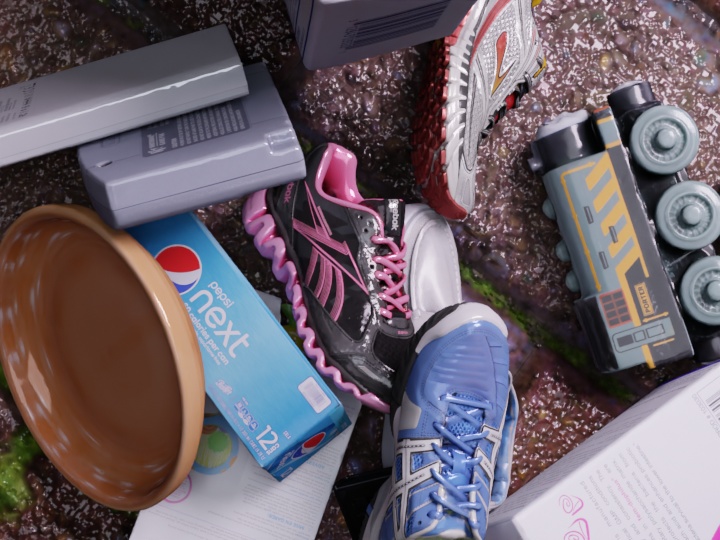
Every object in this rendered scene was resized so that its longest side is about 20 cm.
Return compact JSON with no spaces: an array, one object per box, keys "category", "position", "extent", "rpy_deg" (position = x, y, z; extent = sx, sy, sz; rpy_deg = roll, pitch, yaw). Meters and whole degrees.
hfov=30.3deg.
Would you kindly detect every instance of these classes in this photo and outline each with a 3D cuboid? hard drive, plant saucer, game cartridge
[{"category":"hard drive","position":[-0.175,-0.110,0.861],"extent":[0.198,0.132,0.027],"rpy_deg":[-17,112,-4]},{"category":"plant saucer","position":[-0.164,0.053,0.846],"extent":[0.037,0.199,0.202],"rpy_deg":[-22,89,-44]},{"category":"game cartridge","position":[-0.110,-0.081,0.836],"extent":[0.132,0.200,0.041],"rpy_deg":[-12,113,-5]}]

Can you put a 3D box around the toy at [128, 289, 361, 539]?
[{"category":"toy","position":[-0.070,0.121,0.900],"extent":[0.114,0.047,0.201],"rpy_deg":[19,81,3]}]

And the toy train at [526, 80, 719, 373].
[{"category":"toy train","position":[0.189,-0.024,0.908],"extent":[0.113,0.085,0.202],"rpy_deg":[-19,89,5]}]

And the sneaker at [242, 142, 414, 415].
[{"category":"sneaker","position":[0.000,0.000,0.851],"extent":[0.095,0.079,0.201],"rpy_deg":[-43,62,21]}]

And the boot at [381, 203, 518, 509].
[{"category":"boot","position":[0.065,0.056,0.878],"extent":[0.073,0.095,0.202],"rpy_deg":[-5,95,-41]}]

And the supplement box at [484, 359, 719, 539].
[{"category":"supplement box","position":[0.177,0.154,0.855],"extent":[0.199,0.103,0.102],"rpy_deg":[-30,85,-25]}]

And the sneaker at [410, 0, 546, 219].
[{"category":"sneaker","position":[0.086,-0.130,0.894],"extent":[0.082,0.078,0.202],"rpy_deg":[15,76,-9]}]

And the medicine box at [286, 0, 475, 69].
[{"category":"medicine box","position":[-0.006,-0.234,0.740],"extent":[0.102,0.182,0.202],"rpy_deg":[-15,90,-4]}]

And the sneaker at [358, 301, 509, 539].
[{"category":"sneaker","position":[0.054,0.117,0.785],"extent":[0.075,0.077,0.202],"rpy_deg":[4,108,-20]}]

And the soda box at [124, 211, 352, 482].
[{"category":"soda box","position":[-0.091,0.035,0.860],"extent":[0.064,0.068,0.200],"rpy_deg":[-37,73,-5]}]

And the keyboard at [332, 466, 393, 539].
[{"category":"keyboard","position":[0.031,0.228,0.885],"extent":[0.126,0.021,0.201],"rpy_deg":[-17,97,28]}]
